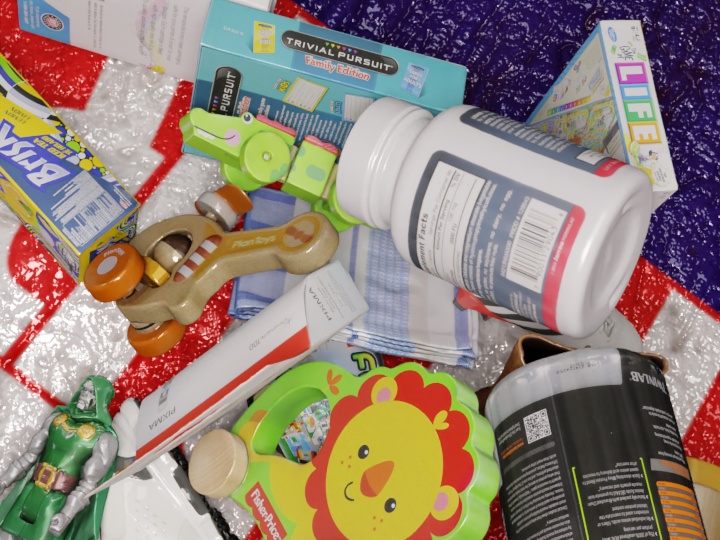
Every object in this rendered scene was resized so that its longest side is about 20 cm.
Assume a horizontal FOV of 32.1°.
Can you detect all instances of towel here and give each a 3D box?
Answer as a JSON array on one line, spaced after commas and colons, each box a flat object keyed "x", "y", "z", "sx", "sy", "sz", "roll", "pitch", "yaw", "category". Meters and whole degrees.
[{"x": 0.000, "y": 0.000, "z": 0.985, "sx": 0.197, "sy": 0.024, "sz": 0.148, "roll": 12, "pitch": 46, "yaw": -8, "category": "towel"}]

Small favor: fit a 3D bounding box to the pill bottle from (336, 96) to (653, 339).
[{"x": 0.088, "y": -0.045, "z": 0.862, "sx": 0.198, "sy": 0.120, "sz": 0.120, "roll": 25, "pitch": 65, "yaw": 25, "category": "pill bottle"}]

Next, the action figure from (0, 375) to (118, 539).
[{"x": -0.218, "y": 0.166, "z": 0.856, "sx": 0.117, "sy": 0.055, "sz": 0.203, "roll": 16, "pitch": 75, "yaw": 24, "category": "action figure"}]

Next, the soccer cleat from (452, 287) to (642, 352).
[{"x": 0.160, "y": 0.023, "z": 0.978, "sx": 0.198, "sy": 0.085, "sz": 0.069, "roll": 26, "pitch": 44, "yaw": -26, "category": "soccer cleat"}]

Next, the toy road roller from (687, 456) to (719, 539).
[{"x": 0.313, "y": 0.219, "z": 0.938, "sx": 0.197, "sy": 0.146, "sz": 0.125, "roll": 20, "pitch": 67, "yaw": -5, "category": "toy road roller"}]

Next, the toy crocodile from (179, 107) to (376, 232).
[{"x": -0.044, "y": -0.078, "z": 0.957, "sx": 0.198, "sy": 0.067, "sz": 0.063, "roll": 24, "pitch": 78, "yaw": -14, "category": "toy crocodile"}]

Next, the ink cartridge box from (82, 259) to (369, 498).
[{"x": -0.092, "y": 0.068, "z": 0.832, "sx": 0.159, "sy": 0.200, "sz": 0.048, "roll": -36, "pitch": 86, "yaw": 19, "category": "ink cartridge box"}]

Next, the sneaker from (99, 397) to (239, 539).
[{"x": -0.136, "y": 0.194, "z": 0.898, "sx": 0.080, "sy": 0.074, "sz": 0.201, "roll": -35, "pitch": 77, "yaw": -6, "category": "sneaker"}]

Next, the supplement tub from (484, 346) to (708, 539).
[{"x": 0.149, "y": 0.161, "z": 0.767, "sx": 0.120, "sy": 0.123, "sz": 0.203, "roll": 0, "pitch": 58, "yaw": -12, "category": "supplement tub"}]

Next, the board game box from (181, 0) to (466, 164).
[{"x": -0.033, "y": -0.125, "z": 0.977, "sx": 0.197, "sy": 0.151, "sz": 0.048, "roll": 14, "pitch": 62, "yaw": -7, "category": "board game box"}]

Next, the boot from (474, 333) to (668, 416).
[{"x": 0.176, "y": 0.093, "z": 0.921, "sx": 0.185, "sy": 0.200, "sz": 0.069, "roll": 12, "pitch": 63, "yaw": -8, "category": "boot"}]

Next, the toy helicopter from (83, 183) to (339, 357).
[{"x": -0.100, "y": -0.016, "z": 0.927, "sx": 0.079, "sy": 0.197, "sz": 0.133, "roll": 57, "pitch": 38, "yaw": -36, "category": "toy helicopter"}]

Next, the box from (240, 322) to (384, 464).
[{"x": -0.025, "y": 0.134, "z": 0.953, "sx": 0.108, "sy": 0.035, "sz": 0.203, "roll": -7, "pitch": 73, "yaw": -15, "category": "box"}]

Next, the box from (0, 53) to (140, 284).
[{"x": -0.258, "y": -0.090, "z": 0.960, "sx": 0.064, "sy": 0.070, "sz": 0.200, "roll": -40, "pitch": 83, "yaw": -23, "category": "box"}]

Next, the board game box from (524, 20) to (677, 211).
[{"x": 0.178, "y": -0.086, "z": 0.985, "sx": 0.034, "sy": 0.200, "sz": 0.137, "roll": -3, "pitch": 72, "yaw": -14, "category": "board game box"}]

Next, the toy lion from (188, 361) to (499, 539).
[{"x": -0.005, "y": 0.133, "z": 0.824, "sx": 0.192, "sy": 0.068, "sz": 0.200, "roll": -48, "pitch": 45, "yaw": 9, "category": "toy lion"}]

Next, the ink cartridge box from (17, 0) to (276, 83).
[{"x": -0.158, "y": -0.258, "z": 1.000, "sx": 0.197, "sy": 0.147, "sz": 0.148, "roll": 17, "pitch": 67, "yaw": -7, "category": "ink cartridge box"}]
